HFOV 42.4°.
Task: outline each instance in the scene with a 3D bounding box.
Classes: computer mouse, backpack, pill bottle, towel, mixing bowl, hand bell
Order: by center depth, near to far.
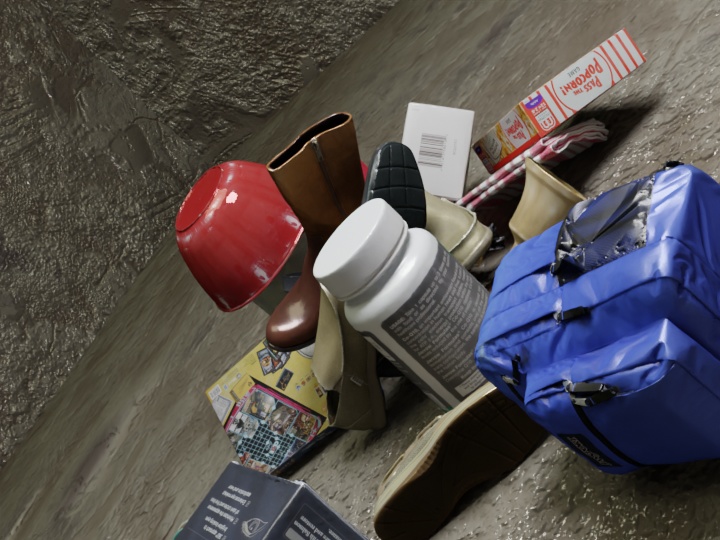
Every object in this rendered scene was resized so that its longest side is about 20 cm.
[{"bbox_3d":[0.172,0.046,0.636,0.199,0.162,0.169,-23,32,51],"label":"backpack"},{"bbox_3d":[0.056,0.035,0.872,0.113,0.200,0.114,-40,20,18],"label":"pill bottle"},{"bbox_3d":[0.154,-0.004,0.953,0.202,0.103,0.104,-56,15,14],"label":"hand bell"},{"bbox_3d":[0.098,0.038,1.006,0.200,0.046,0.141,-50,-2,-37],"label":"computer mouse"},{"bbox_3d":[0.180,-0.103,1.070,0.145,0.030,0.199,-25,-9,-47],"label":"towel"},{"bbox_3d":[-0.163,-0.062,1.174,0.199,0.108,0.202,-37,33,29],"label":"mixing bowl"}]

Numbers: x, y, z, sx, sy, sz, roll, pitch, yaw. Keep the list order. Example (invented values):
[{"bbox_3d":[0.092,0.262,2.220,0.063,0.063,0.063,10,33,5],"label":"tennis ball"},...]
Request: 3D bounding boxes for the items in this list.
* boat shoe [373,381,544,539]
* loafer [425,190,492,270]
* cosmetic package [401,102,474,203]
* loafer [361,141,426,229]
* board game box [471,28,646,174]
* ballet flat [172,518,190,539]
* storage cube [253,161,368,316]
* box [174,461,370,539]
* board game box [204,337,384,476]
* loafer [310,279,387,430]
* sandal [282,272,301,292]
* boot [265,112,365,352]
[{"bbox_3d":[0.082,0.148,0.790,0.201,0.072,0.065,-49,17,16],"label":"boat shoe"},{"bbox_3d":[0.069,-0.046,1.001,0.076,0.068,0.199,-51,26,-7],"label":"loafer"},{"bbox_3d":[0.094,-0.133,1.164,0.200,0.083,0.110,14,-96,-83],"label":"cosmetic package"},{"bbox_3d":[0.023,-0.029,0.954,0.072,0.071,0.205,-168,80,-64],"label":"loafer"},{"bbox_3d":[0.222,-0.190,1.078,0.150,0.047,0.200,-36,0,-9],"label":"board game box"},{"bbox_3d":[-0.143,0.286,1.043,0.071,0.070,0.199,-38,0,-43],"label":"ballet flat"},{"bbox_3d":[-0.040,-0.025,1.254,0.170,0.199,0.181,-35,27,31],"label":"storage cube"},{"bbox_3d":[-0.106,0.296,0.839,0.201,0.117,0.196,-53,17,-20],"label":"box"},{"bbox_3d":[-0.082,0.143,1.103,0.199,0.137,0.034,-40,-21,21],"label":"board game box"},{"bbox_3d":[-0.019,0.087,0.957,0.066,0.203,0.076,-18,24,-11],"label":"loafer"},{"bbox_3d":[-0.001,0.000,1.077,0.196,0.044,0.076,-3,5,17],"label":"sandal"},{"bbox_3d":[-0.051,-0.033,0.952,0.187,0.202,0.068,-39,50,-15],"label":"boot"}]
